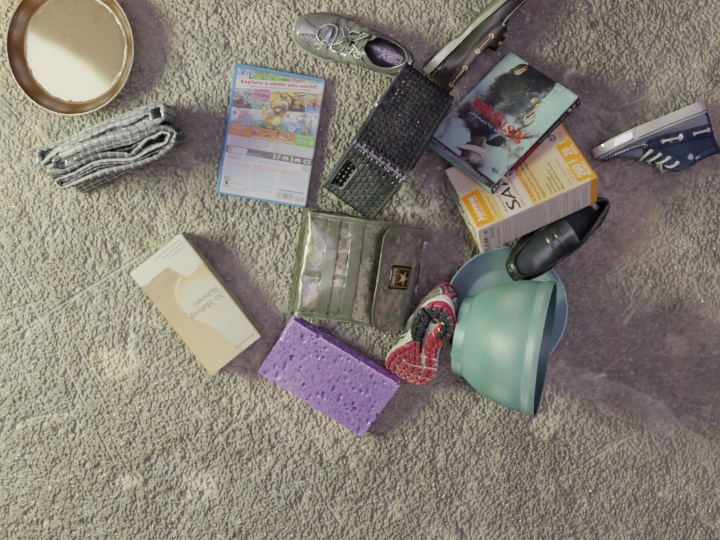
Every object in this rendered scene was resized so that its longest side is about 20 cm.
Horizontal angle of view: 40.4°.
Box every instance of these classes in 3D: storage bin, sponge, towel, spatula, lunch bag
[{"bbox_3d":[0.041,-0.189,1.440,0.093,0.135,0.201,34,56,-6],"label":"storage bin"},{"bbox_3d":[-0.049,0.165,1.535,0.199,0.030,0.112,32,108,-7],"label":"sponge"},{"bbox_3d":[-0.359,-0.178,1.435,0.198,0.166,0.086,-22,102,-2],"label":"towel"},{"bbox_3d":[-0.385,-0.400,1.485,0.056,0.021,0.202,13,97,4],"label":"spatula"},{"bbox_3d":[0.000,0.000,1.499,0.198,0.118,0.166,8,96,-11],"label":"lunch bag"}]

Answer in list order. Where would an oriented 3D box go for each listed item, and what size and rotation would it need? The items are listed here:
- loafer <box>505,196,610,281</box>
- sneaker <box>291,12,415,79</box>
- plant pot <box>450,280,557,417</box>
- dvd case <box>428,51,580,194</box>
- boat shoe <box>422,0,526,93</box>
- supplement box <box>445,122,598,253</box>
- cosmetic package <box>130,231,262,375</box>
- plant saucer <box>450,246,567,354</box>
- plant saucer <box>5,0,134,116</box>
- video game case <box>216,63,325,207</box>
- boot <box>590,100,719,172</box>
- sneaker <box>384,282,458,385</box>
[{"bbox_3d":[0.306,-0.054,1.514,0.200,0.070,0.068,-36,89,-19],"label":"loafer"},{"bbox_3d":[-0.006,-0.349,1.487,0.198,0.082,0.076,14,93,-5],"label":"sneaker"},{"bbox_3d":[0.210,0.106,1.456,0.133,0.200,0.203,8,94,15],"label":"plant pot"},{"bbox_3d":[0.215,-0.228,1.495,0.200,0.022,0.146,-45,62,-6],"label":"dvd case"},{"bbox_3d":[0.187,-0.359,1.510,0.201,0.072,0.061,-42,100,7],"label":"boat shoe"},{"bbox_3d":[0.246,-0.130,1.500,0.198,0.074,0.127,-25,59,-2],"label":"supplement box"},{"bbox_3d":[-0.249,0.050,1.505,0.105,0.071,0.200,-39,96,-1],"label":"cosmetic package"},{"bbox_3d":[0.228,0.062,1.558,0.199,0.039,0.203,0,95,-5],"label":"plant saucer"},{"bbox_3d":[-0.432,-0.334,1.470,0.198,0.034,0.203,1,97,4],"label":"plant saucer"},{"bbox_3d":[-0.139,-0.208,1.521,0.142,0.018,0.202,9,94,-4],"label":"video game case"},{"bbox_3d":[0.467,-0.190,1.538,0.198,0.073,0.091,-22,90,-3],"label":"boot"},{"bbox_3d":[0.102,0.103,1.499,0.080,0.075,0.201,29,134,-1],"label":"sneaker"}]
